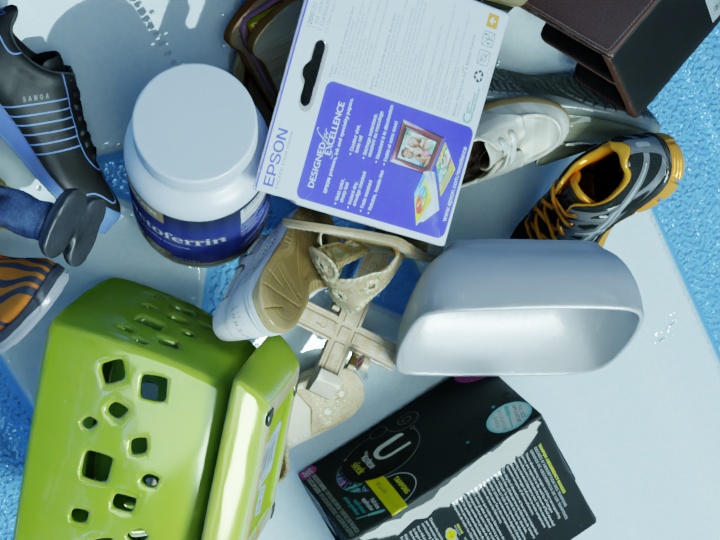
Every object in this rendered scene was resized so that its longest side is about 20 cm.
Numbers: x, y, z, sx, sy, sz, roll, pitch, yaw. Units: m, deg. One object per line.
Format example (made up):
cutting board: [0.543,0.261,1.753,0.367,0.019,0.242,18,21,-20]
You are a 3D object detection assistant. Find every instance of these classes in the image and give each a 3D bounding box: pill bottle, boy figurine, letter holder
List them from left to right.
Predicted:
boy figurine: [-0.295,-0.064,1.581,0.065,0.199,0.124,-65,155,0]
pill bottle: [-0.127,-0.082,1.591,0.115,0.200,0.117,1,74,-2]
letter holder: [0.237,-0.260,1.741,0.200,0.142,0.101,-49,146,-8]

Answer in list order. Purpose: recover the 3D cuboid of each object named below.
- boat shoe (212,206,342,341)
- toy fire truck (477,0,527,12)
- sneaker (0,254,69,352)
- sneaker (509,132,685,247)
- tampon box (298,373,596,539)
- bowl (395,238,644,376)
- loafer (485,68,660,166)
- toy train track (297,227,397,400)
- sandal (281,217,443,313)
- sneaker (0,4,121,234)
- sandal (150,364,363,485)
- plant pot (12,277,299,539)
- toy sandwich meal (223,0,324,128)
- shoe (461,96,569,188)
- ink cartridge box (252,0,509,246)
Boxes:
boat shoe: [-0.071,0.001,1.660,0.069,0.200,0.071,-21,102,24]
toy fire truck: [0.074,-0.328,1.656,0.175,0.129,0.201,9,59,-29]
sneaker: [-0.311,0.005,1.570,0.112,0.199,0.078,46,56,-21]
sneaker: [0.186,-0.054,1.756,0.200,0.079,0.077,-45,150,27]
tampon box: [0.075,0.200,1.785,0.199,0.150,0.127,-33,115,-8]
bowl: [0.130,0.030,1.711,0.198,0.200,0.075,0,70,-6]
loafer: [0.166,-0.130,1.770,0.199,0.075,0.070,7,120,-19]
toy train track: [0.006,0.015,1.745,0.114,0.032,0.201,26,82,-23]
sandal: [0.005,0.001,1.654,0.211,0.077,0.070,5,94,-60]
sneaker: [-0.245,-0.120,1.621,0.078,0.070,0.200,-39,114,1]
sandal: [-0.085,0.153,1.750,0.211,0.070,0.078,-32,113,-8]
plant pot: [-0.155,0.133,1.624,0.180,0.200,0.200,13,102,6]
toy sandwich meal: [-0.017,-0.158,1.690,0.204,0.070,0.207,-6,107,-18]
shoe: [0.083,-0.091,1.697,0.199,0.054,0.070,-16,132,-2]
ink cartridge box: [0.010,-0.138,1.589,0.199,0.043,0.199,15,91,-38]
